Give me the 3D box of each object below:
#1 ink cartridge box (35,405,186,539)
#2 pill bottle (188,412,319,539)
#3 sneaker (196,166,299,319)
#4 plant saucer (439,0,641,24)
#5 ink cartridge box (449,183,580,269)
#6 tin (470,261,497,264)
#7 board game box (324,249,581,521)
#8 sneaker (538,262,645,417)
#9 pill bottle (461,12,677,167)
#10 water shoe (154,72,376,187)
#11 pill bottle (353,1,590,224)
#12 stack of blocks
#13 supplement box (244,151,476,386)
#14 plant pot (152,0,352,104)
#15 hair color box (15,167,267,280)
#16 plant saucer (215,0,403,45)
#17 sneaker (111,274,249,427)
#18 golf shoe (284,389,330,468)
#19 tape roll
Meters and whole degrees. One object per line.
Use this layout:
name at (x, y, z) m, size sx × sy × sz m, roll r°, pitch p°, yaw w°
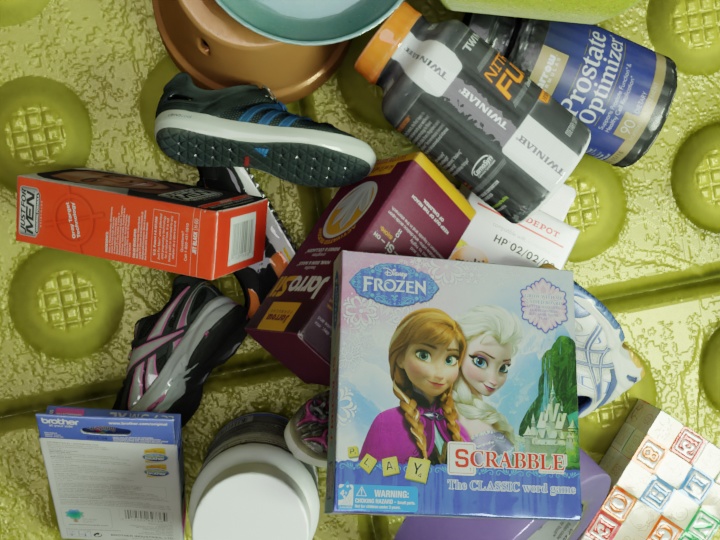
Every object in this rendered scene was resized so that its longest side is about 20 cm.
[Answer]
ink cartridge box at (-0.220, 0.180, 0.841) m, size 0.118 × 0.042 × 0.201 m, roll 4°, pitch 136°, yaw -5°
pill bottle at (-0.092, 0.201, 0.829) m, size 0.112 × 0.200 × 0.115 m, roll 0°, pitch 93°, yaw -4°
sneaker at (-0.128, -0.047, 0.879) m, size 0.090 × 0.070 × 0.201 m, roll -33°, pitch 97°, yaw -5°
plant saucer at (0.139, -0.281, 0.846) m, size 0.197 × 0.201 × 0.048 m, roll 3°, pitch 129°, yaw -8°
ink cartridge box at (0.130, -0.012, 0.902) m, size 0.114 × 0.068 × 0.202 m, roll 25°, pitch 91°, yaw -6°
tin at (0.078, 0.086, 0.812) m, size 0.112 × 0.042 × 0.201 m, roll 41°, pitch 70°, yaw -34°
board game box at (0.074, 0.092, 0.735) m, size 0.197 × 0.041 × 0.202 m, roll 4°, pitch 74°, yaw -12°
sneaker at (0.199, 0.075, 0.871) m, size 0.088 × 0.075 × 0.200 m, roll -41°, pitch 130°, yaw 2°
pill bottle at (0.184, -0.183, 0.875) m, size 0.198 × 0.112 × 0.113 m, roll 21°, pitch 91°, yaw -5°
water shoe at (-0.080, -0.131, 0.823) m, size 0.198 × 0.072 × 0.080 m, roll 9°, pitch 62°, yaw -14°
pill bottle at (0.091, -0.140, 0.799) m, size 0.199 × 0.106 × 0.107 m, roll 38°, pitch 90°, yaw -4°
stack of blocks at (0.283, 0.248, 0.932) m, size 0.115 × 0.059 × 0.201 m, roll 33°, pitch 90°, yaw -6°
supplement box at (0.000, 0.000, 0.834) m, size 0.086 × 0.110 × 0.201 m, roll 42°, pitch 69°, yaw -24°
plant pot at (-0.094, -0.255, 0.837) m, size 0.197 × 0.140 × 0.203 m, roll 0°, pitch 94°, yaw -5°
hair color box at (-0.192, -0.045, 0.822) m, size 0.198 × 0.101 × 0.062 m, roll 10°, pitch 103°, yaw 18°
plant saucer at (-0.043, -0.281, 0.752) m, size 0.197 × 0.036 × 0.203 m, roll 0°, pitch 92°, yaw -6°
sneaker at (-0.190, 0.089, 0.889) m, size 0.086 × 0.080 × 0.200 m, roll 44°, pitch 98°, yaw 26°
golf shoe at (-0.011, 0.159, 0.842) m, size 0.092 × 0.199 × 0.073 m, roll -40°, pitch 64°, yaw 21°
tape roll at (0.128, 0.229, 0.844) m, size 0.200 × 0.200 × 0.085 m, roll -46°, pitch 60°, yaw -1°
